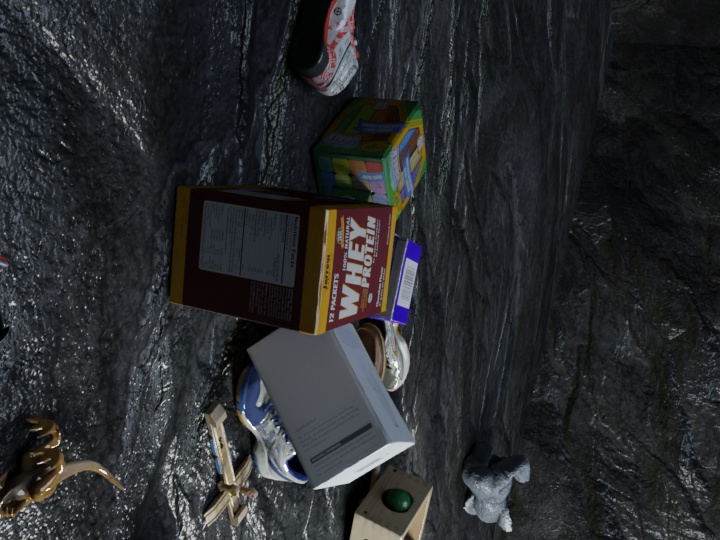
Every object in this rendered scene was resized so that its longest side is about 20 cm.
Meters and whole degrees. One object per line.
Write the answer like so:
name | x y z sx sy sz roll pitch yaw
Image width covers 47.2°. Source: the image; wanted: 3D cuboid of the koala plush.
koala plush | 0.362 0.621 2.305 0.182 0.174 0.205 -26 124 -48

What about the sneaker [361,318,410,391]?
sneaker | 0.034 0.131 1.484 0.082 0.076 0.204 -42 127 -48

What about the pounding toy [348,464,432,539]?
pounding toy | 0.045 0.463 1.580 0.184 0.139 0.204 -39 144 -55

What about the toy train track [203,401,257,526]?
toy train track | -0.172 0.264 1.100 0.115 0.032 0.204 -50 141 -49

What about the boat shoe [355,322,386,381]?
boat shoe | -0.004 0.193 1.409 0.067 0.070 0.205 3 99 -68

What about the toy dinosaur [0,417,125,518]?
toy dinosaur | -0.299 0.194 0.778 0.199 0.060 0.108 -22 142 -57

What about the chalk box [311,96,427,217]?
chalk box | 0.009 -0.155 1.244 0.201 0.122 0.126 -59 149 -42

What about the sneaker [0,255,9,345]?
sneaker | -0.317 0.073 0.634 0.075 0.083 0.206 -1 100 -66

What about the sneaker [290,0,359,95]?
sneaker | -0.034 -0.349 1.147 0.108 0.066 0.206 32 73 -66

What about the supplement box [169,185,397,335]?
supplement box | -0.086 -0.022 0.982 0.196 0.196 0.136 -12 110 -64

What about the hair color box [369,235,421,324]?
hair color box | -0.024 -0.001 1.131 0.065 0.196 0.112 22 79 -63

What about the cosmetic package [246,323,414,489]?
cosmetic package | -0.036 0.174 1.119 0.203 0.121 0.199 62 5 16

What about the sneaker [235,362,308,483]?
sneaker | -0.112 0.213 1.149 0.076 0.086 0.204 -52 140 -43

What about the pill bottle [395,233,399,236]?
pill bottle | 0.000 0.000 1.294 0.199 0.112 0.117 -25 122 -62
